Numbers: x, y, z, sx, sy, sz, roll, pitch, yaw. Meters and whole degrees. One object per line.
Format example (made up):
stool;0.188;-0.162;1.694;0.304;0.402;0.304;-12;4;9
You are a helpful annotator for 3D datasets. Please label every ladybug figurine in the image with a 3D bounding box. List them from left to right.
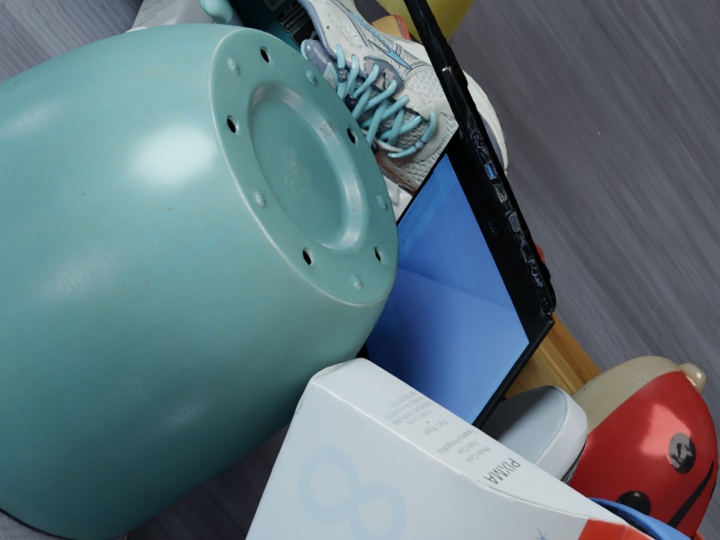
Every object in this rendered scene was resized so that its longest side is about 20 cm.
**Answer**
ladybug figurine;0.125;0.136;0.970;0.072;0.201;0.136;37;3;41

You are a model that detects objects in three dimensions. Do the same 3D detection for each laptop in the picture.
laptop;0.014;-0.029;0.813;0.178;0.103;0.201;-109;173;-56

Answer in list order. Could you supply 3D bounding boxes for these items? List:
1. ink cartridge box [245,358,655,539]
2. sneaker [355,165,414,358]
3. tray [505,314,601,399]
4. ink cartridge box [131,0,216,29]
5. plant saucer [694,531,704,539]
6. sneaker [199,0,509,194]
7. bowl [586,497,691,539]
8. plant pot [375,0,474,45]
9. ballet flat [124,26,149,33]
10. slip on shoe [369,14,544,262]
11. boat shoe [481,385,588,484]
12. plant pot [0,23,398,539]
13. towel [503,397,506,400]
ink cartridge box;0.040;0.153;0.720;0.199;0.161;0.047;32;24;21
sneaker;0.000;0.000;0.963;0.200;0.092;0.076;39;-5;-23
tray;0.104;0.050;1.100;0.098;0.037;0.200;27;22;-49
ink cartridge box;-0.044;-0.103;1.049;0.200;0.044;0.177;48;31;-28
plant saucer;0.200;0.243;1.165;0.200;0.036;0.201;52;29;-27
sneaker;-0.010;-0.095;0.951;0.200;0.078;0.086;40;25;-3
bowl;0.079;0.193;0.824;0.039;0.200;0.202;43;33;-35
plant pot;0.024;-0.250;1.113;0.200;0.142;0.200;45;7;-7
ballet flat;-0.076;-0.026;0.911;0.201;0.069;0.069;60;27;-7
slip on shoe;0.055;-0.067;1.072;0.200;0.061;0.074;50;6;-24
boat shoe;0.042;0.142;0.812;0.068;0.200;0.074;37;4;-22
plant pot;-0.081;-0.009;0.769;0.200;0.160;0.202;42;34;-36
towel;0.069;0.107;1.085;0.199;0.023;0.145;25;43;-53
